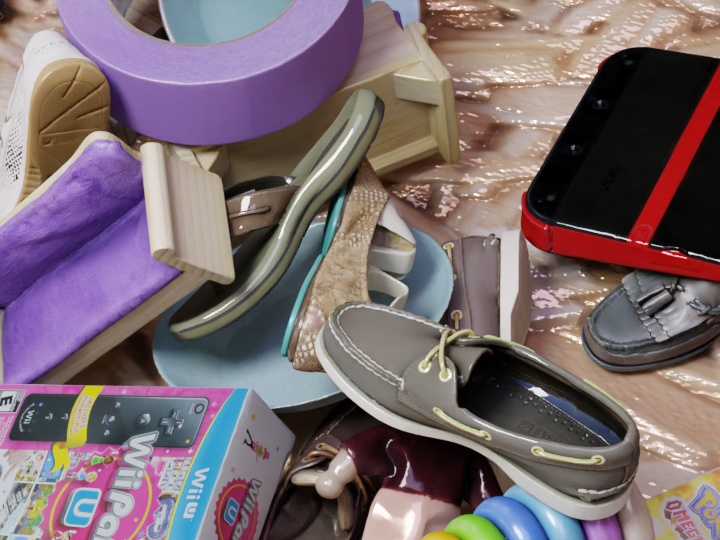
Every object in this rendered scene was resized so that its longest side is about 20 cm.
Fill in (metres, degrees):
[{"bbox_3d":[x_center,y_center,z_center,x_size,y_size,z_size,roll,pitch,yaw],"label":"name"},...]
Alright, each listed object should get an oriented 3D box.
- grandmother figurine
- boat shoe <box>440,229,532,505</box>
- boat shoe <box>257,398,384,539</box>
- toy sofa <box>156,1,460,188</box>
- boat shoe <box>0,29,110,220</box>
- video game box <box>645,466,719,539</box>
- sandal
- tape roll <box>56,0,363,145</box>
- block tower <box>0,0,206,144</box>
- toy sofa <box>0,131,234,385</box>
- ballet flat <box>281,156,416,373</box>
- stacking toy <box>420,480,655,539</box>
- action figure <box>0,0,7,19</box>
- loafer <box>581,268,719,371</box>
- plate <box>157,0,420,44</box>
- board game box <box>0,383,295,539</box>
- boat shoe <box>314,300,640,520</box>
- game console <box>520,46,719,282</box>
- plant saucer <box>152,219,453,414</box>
[{"bbox_3d":[0.032,0.135,1.153,0.121,0.061,0.200,22,71,-19],"label":"grandmother figurine"},{"bbox_3d":[0.073,0.063,1.247,0.059,0.072,0.200,-2,58,14],"label":"boat shoe"},{"bbox_3d":[-0.018,0.141,1.189,0.072,0.072,0.200,41,65,0],"label":"boat shoe"},{"bbox_3d":[-0.039,-0.098,1.340,0.200,0.083,0.098,-23,48,-11],"label":"toy sofa"},{"bbox_3d":[-0.207,-0.067,1.291,0.071,0.200,0.069,-3,38,-28],"label":"boat shoe"},{"bbox_3d":[0.181,0.236,1.142,0.182,0.047,0.200,-21,58,-11],"label":"video game box"},{"bbox_3d":[-0.062,-0.041,1.247,0.057,0.080,0.201,37,86,-17],"label":"sandal"},{"bbox_3d":[-0.099,-0.181,1.297,0.200,0.066,0.200,-2,57,3],"label":"tape roll"},{"bbox_3d":[-0.188,-0.116,1.391,0.058,0.054,0.200,32,65,23],"label":"block tower"},{"bbox_3d":[-0.179,0.004,1.228,0.200,0.097,0.083,-34,50,33],"label":"toy sofa"},{"bbox_3d":[0.000,0.000,1.226,0.065,0.071,0.200,16,41,0],"label":"ballet flat"},{"bbox_3d":[0.063,0.167,1.087,0.200,0.085,0.085,-16,56,-27],"label":"stacking toy"},{"bbox_3d":[-0.273,-0.283,1.479,0.119,0.102,0.200,11,60,25],"label":"action figure"},{"bbox_3d":[0.236,0.001,1.276,0.200,0.063,0.072,-22,60,-9],"label":"loafer"},{"bbox_3d":[-0.053,-0.194,1.409,0.200,0.026,0.201,6,74,-21],"label":"plate"},{"bbox_3d":[-0.155,0.144,1.177,0.200,0.064,0.148,0,55,30],"label":"board game box"},{"bbox_3d":[0.066,0.065,1.093,0.201,0.060,0.072,28,52,17],"label":"boat shoe"},{"bbox_3d":[0.216,-0.074,1.315,0.177,0.031,0.200,14,50,24],"label":"game console"},{"bbox_3d":[-0.034,0.038,1.264,0.201,0.039,0.201,-11,34,8],"label":"plant saucer"}]
